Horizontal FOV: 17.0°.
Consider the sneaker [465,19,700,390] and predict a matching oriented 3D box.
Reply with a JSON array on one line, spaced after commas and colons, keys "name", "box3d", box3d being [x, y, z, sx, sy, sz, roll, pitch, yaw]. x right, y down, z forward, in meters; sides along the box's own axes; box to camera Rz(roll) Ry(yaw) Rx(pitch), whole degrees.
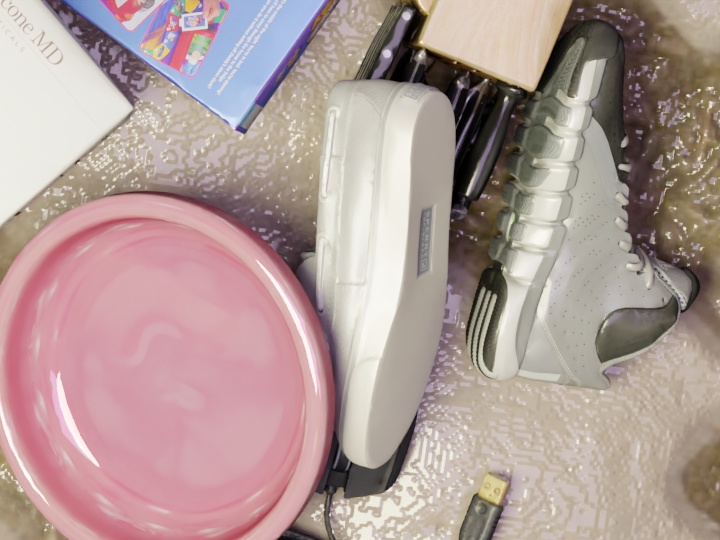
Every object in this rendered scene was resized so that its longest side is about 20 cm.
[{"name": "sneaker", "box3d": [0.136, -0.029, 1.300, 0.115, 0.075, 0.201, 14, 103, -13]}]

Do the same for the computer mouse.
[{"name": "computer mouse", "box3d": [0.020, 0.088, 1.300, 0.139, 0.046, 0.201, 16, 92, -7]}]

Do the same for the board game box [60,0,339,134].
[{"name": "board game box", "box3d": [-0.057, -0.190, 1.220, 0.134, 0.045, 0.201, 36, 92, 3]}]

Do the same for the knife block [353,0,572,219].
[{"name": "knife block", "box3d": [0.080, -0.131, 1.283, 0.199, 0.064, 0.177, -23, 98, -6]}]

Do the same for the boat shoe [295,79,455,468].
[{"name": "boat shoe", "box3d": [0.000, 0.000, 1.237, 0.068, 0.072, 0.202, 14, 112, 27]}]

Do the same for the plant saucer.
[{"name": "plant saucer", "box3d": [-0.099, 0.057, 1.246, 0.199, 0.051, 0.202, 5, 103, 24]}]

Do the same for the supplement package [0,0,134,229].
[{"name": "supplement package", "box3d": [-0.226, -0.059, 1.221, 0.200, 0.117, 0.117, -42, 96, -3]}]
